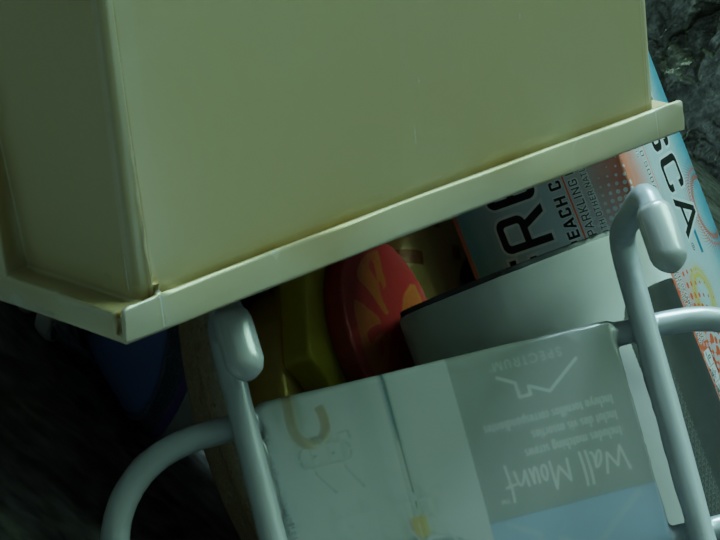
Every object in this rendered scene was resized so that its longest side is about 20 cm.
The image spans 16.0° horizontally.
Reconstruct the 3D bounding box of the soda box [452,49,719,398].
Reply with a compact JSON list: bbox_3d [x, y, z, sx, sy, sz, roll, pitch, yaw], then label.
[{"bbox_3d":[0.063,-0.041,0.825,0.068,0.064,0.200,-30,100,-64],"label":"soda box"}]

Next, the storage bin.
[{"bbox_3d":[-0.053,-0.072,0.710,0.200,0.094,0.198,-22,25,-38],"label":"storage bin"}]

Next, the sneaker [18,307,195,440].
[{"bbox_3d":[-0.122,-0.031,0.820,0.146,0.081,0.200,7,48,-27],"label":"sneaker"}]

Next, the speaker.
[{"bbox_3d":[0.082,0.092,0.739,0.081,0.081,0.200,-7,76,-76],"label":"speaker"}]

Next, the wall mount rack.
[{"bbox_3d":[0.039,0.077,0.651,0.075,0.200,0.174,112,-37,-76],"label":"wall mount rack"}]

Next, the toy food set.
[{"bbox_3d":[0.012,0.041,0.794,0.200,0.049,0.198,34,43,-52],"label":"toy food set"}]

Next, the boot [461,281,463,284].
[{"bbox_3d":[0.085,0.015,1.096,0.075,0.097,0.200,43,-15,39],"label":"boot"}]
